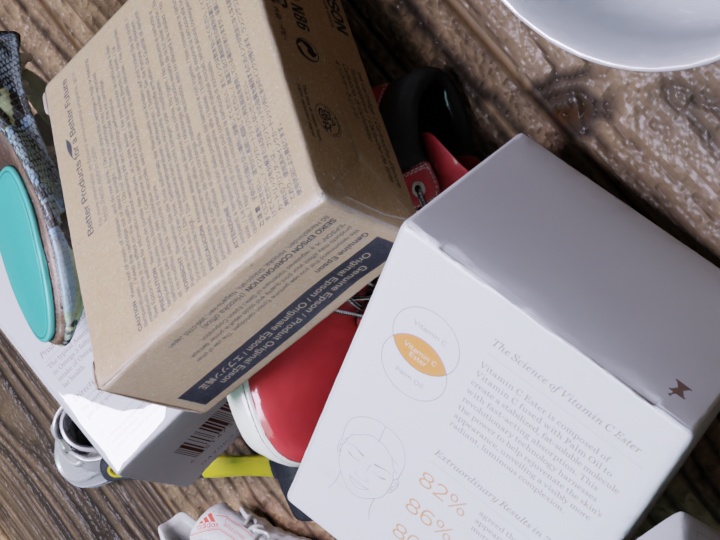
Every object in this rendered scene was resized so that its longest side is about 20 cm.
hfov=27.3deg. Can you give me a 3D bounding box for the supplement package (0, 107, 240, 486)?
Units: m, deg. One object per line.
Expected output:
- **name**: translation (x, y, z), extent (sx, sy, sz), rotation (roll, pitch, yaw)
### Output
- **supplement package**: translation (-0.141, 0.014, 0.885), extent (0.117, 0.117, 0.200), rotation (-43, 72, 3)

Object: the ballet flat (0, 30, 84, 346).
- **ballet flat**: translation (-0.177, -0.054, 0.815), extent (0.074, 0.074, 0.201), rotation (-45, 65, 48)

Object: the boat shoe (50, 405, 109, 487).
- **boat shoe**: translation (-0.187, 0.105, 1.050), extent (0.074, 0.065, 0.200), rotation (52, 138, 13)

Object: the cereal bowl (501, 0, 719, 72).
- **cereal bowl**: translation (0.120, -0.182, 0.564), extent (0.199, 0.083, 0.201), rotation (23, 124, 38)

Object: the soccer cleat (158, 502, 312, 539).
- **soccer cleat**: translation (-0.069, 0.192, 0.972), extent (0.200, 0.068, 0.086), rotation (-16, 102, 54)

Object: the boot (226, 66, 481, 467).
- **boot**: translation (0.000, 0.000, 0.754), extent (0.144, 0.072, 0.201), rotation (-4, 79, 45)

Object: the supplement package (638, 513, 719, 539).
- **supplement package**: translation (0.171, 0.213, 0.608), extent (0.199, 0.117, 0.117), rotation (31, 134, -11)

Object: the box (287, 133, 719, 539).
- **box**: translation (0.076, 0.067, 0.705), extent (0.152, 0.106, 0.201), rotation (37, 133, 15)

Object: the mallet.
- **mallet**: translation (-0.096, 0.117, 0.955), extent (0.199, 0.041, 0.066), rotation (2, 111, 34)

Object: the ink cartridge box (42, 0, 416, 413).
- **ink cartridge box**: translation (-0.072, -0.056, 0.745), extent (0.165, 0.075, 0.201), rotation (-38, 52, 29)
